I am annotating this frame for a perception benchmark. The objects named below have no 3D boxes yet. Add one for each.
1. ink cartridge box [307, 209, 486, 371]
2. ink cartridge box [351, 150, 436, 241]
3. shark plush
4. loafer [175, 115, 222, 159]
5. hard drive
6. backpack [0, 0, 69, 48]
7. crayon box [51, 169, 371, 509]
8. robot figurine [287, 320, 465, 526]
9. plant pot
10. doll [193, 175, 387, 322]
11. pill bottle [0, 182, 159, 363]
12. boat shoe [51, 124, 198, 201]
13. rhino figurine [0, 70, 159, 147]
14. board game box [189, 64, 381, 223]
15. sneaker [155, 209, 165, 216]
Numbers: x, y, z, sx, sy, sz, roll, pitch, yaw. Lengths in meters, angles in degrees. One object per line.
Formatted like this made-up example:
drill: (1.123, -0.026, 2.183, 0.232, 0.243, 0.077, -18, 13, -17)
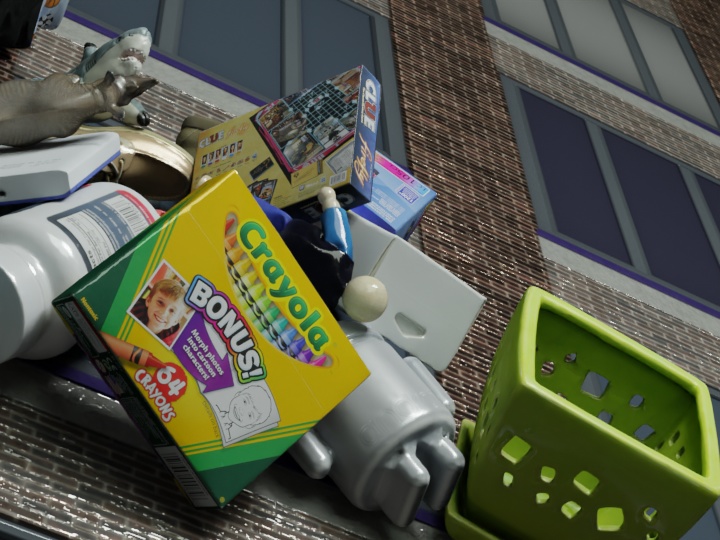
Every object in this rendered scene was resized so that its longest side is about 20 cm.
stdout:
ink cartridge box: (0.000, 0.000, 1.633, 0.145, 0.084, 0.199, 33, -1, -41)
ink cartridge box: (-0.018, -0.064, 1.845, 0.136, 0.077, 0.200, 34, 28, 6)
shark plush: (-0.261, -0.185, 1.719, 0.090, 0.084, 0.199, 14, -9, -25)
loafer: (-0.115, -0.101, 1.754, 0.199, 0.068, 0.076, 16, -19, 44)
hard drive: (-0.292, -0.086, 1.521, 0.130, 0.026, 0.200, -6, 13, 6)
backpack: (-0.383, -0.344, 1.825, 0.190, 0.201, 0.153, 38, 21, 29)
crayon box: (-0.114, 0.054, 1.372, 0.172, 0.058, 0.201, -40, 102, -28)
robot figurine: (0.003, 0.123, 1.496, 0.169, 0.114, 0.200, -17, 51, -39)
plant pot: (0.182, 0.165, 1.534, 0.198, 0.182, 0.200, 29, 25, -5)
doll: (-0.062, -0.015, 1.511, 0.199, 0.137, 0.049, 28, -17, 18)
pill bottle: (-0.251, 0.005, 1.422, 0.119, 0.120, 0.200, 37, 27, 13)
boat shoe: (-0.251, -0.099, 1.670, 0.198, 0.072, 0.065, 13, 34, -12)
rhino figurine: (-0.273, -0.146, 1.563, 0.198, 0.061, 0.087, -10, 8, 8)
board game box: (-0.073, -0.097, 1.629, 0.035, 0.198, 0.137, 39, 45, -41)
sneaker: (-0.162, 0.005, 1.572, 0.199, 0.071, 0.098, 25, 24, -16)
